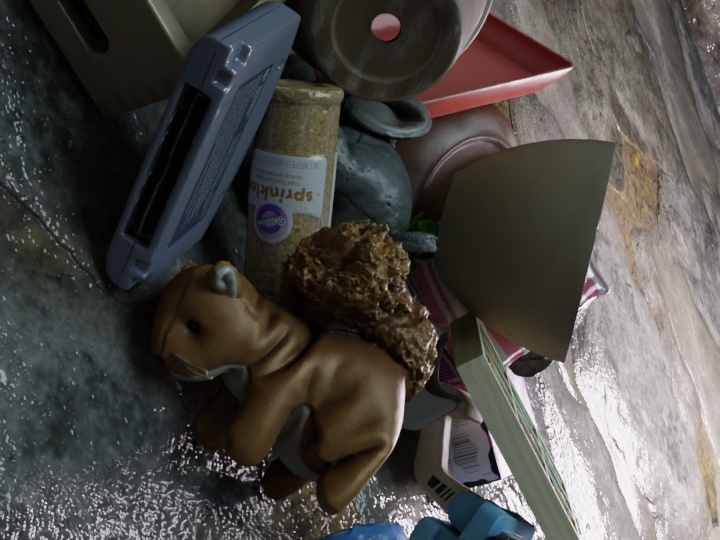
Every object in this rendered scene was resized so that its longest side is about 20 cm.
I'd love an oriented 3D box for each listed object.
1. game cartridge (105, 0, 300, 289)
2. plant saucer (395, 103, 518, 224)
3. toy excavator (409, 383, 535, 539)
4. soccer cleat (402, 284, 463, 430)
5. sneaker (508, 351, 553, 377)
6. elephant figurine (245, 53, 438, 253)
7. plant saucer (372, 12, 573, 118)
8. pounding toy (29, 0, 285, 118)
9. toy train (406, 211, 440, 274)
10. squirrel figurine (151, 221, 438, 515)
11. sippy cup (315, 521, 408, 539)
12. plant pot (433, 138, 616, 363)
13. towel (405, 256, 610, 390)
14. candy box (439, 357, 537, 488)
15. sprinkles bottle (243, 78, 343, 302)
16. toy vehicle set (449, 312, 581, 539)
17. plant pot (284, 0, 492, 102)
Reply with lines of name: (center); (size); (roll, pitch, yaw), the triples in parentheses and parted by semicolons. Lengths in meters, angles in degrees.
game cartridge: (-0.108, -0.091, 0.907); (0.041, 0.200, 0.133); (32, 28, 8)
plant saucer: (0.095, -0.071, 1.278); (0.200, 0.037, 0.201); (-20, 122, -34)
toy excavator: (0.089, 0.224, 1.167); (0.195, 0.200, 0.100); (-58, 144, 1)
soccer cleat: (0.036, 0.045, 1.180); (0.069, 0.085, 0.201); (-2, 76, -61)
sneaker: (0.186, 0.020, 1.350); (0.090, 0.078, 0.200); (88, 12, -66)
elephant figurine: (-0.006, -0.107, 1.133); (0.155, 0.141, 0.200); (57, 33, -22)
plant saucer: (0.071, -0.209, 1.267); (0.199, 0.200, 0.037); (-18, 131, -32)
pounding toy: (-0.172, -0.247, 0.951); (0.200, 0.142, 0.184); (59, 41, -24)
toy train: (0.000, 0.000, 1.125); (0.200, 0.056, 0.042); (-38, 150, -43)
squirrel figurine: (-0.048, 0.049, 0.936); (0.187, 0.142, 0.200); (46, 78, -12)
sippy cup: (0.004, 0.262, 0.959); (0.178, 0.139, 0.131); (72, 0, -68)
plant pot: (0.141, -0.030, 1.162); (0.200, 0.134, 0.201); (13, 90, -81)
towel: (0.141, 0.007, 1.255); (0.200, 0.030, 0.147); (-33, 94, -24)
candy box: (0.115, 0.111, 1.311); (0.136, 0.061, 0.200); (-2, 75, -63)
sprinkles bottle: (-0.055, -0.045, 1.000); (0.068, 0.068, 0.201); (-20, 119, -63)
toy vehicle set: (0.138, 0.143, 1.162); (0.200, 0.026, 0.124); (62, 9, -14)
plant pot: (0.016, -0.221, 1.043); (0.200, 0.200, 0.174); (57, 15, -25)
